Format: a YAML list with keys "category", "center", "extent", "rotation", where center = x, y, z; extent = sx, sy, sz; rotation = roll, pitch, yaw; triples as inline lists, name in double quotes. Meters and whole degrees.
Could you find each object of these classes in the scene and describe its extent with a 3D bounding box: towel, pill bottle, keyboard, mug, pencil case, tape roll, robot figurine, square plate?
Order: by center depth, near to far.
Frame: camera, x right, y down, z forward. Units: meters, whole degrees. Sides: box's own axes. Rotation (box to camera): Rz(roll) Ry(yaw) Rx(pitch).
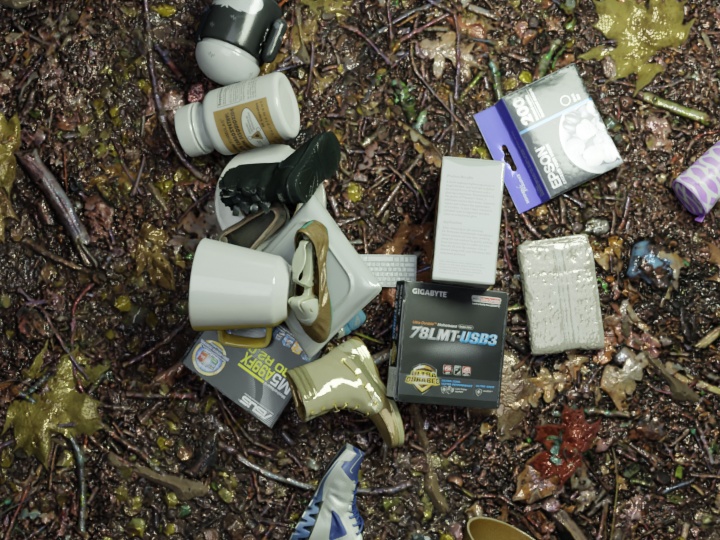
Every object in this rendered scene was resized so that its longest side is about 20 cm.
- category: "mug"
  center: [-0.188, 0.035, 1.555]
  extent: [0.151, 0.187, 0.152]
  rotation: [5, 72, 3]
- category: "square plate"
  center: [-0.086, 0.013, 1.579]
  extent: [0.198, 0.028, 0.201]
  rotation: [-44, 74, 28]
- category: "pencil case"
  center: [0.631, -0.180, 1.622]
  extent: [0.199, 0.084, 0.086]
  rotation: [-39, 108, 1]
- category: "pill bottle"
  center: [-0.214, -0.263, 1.636]
  extent: [0.197, 0.114, 0.116]
  rotation: [-12, 85, 15]
- category: "towel"
  center: [0.345, 0.042, 1.638]
  extent: [0.130, 0.034, 0.203]
  rotation: [-6, 86, 3]
- category: "robot figurine"
  center: [-0.210, -0.421, 1.655]
  extent: [0.124, 0.150, 0.203]
  rotation: [22, 86, -23]
- category: "keyboard"
  center: [0.000, 0.000, 1.667]
  extent: [0.197, 0.011, 0.057]
  rotation: [1, 86, 2]
- category: "tape roll"
  center: [-0.158, -0.121, 1.671]
  extent: [0.199, 0.037, 0.206]
  rotation: [0, 86, 3]

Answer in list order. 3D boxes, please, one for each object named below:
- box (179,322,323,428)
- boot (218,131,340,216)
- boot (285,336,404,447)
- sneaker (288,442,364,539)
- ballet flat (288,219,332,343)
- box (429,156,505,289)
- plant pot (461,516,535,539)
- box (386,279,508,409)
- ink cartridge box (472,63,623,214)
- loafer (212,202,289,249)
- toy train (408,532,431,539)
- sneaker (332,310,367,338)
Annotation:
- category: "box"
  center: [-0.188, 0.150, 1.647]
  extent: [0.199, 0.044, 0.161]
  rotation: [35, 87, 5]
- category: "boot"
  center: [-0.138, -0.166, 1.605]
  extent: [0.160, 0.199, 0.074]
  rotation: [-3, 125, 29]
- category: "boot"
  center: [-0.026, 0.229, 1.592]
  extent: [0.154, 0.073, 0.202]
  rotation: [-23, 81, -25]
- category: "sneaker"
  center: [-0.029, 0.403, 1.610]
  extent: [0.114, 0.081, 0.201]
  rotation: [29, 94, 1]
- category: "ballet flat"
  center: [-0.084, 0.021, 1.519]
  extent: [0.067, 0.072, 0.203]
  rotation: [8, 101, 30]
- category: "box"
  center: [0.177, -0.075, 1.594]
  extent: [0.105, 0.152, 0.203]
  rotation: [5, 85, 3]
- category: "plant pot"
  center: [0.214, 0.543, 1.544]
  extent: [0.184, 0.186, 0.202]
  rotation: [26, 100, 4]
- category: "box"
  center: [0.148, 0.126, 1.600]
  extent: [0.197, 0.050, 0.202]
  rotation: [8, 87, -19]
- category: "ink cartridge box"
  center: [0.326, -0.231, 1.655]
  extent: [0.198, 0.043, 0.200]
  rotation: [-26, 85, 2]
- category: "loafer"
  center: [-0.209, -0.048, 1.616]
  extent: [0.199, 0.063, 0.072]
  rotation: [-40, 89, 9]
- category: "toy train"
  center: [0.048, 0.522, 1.593]
  extent: [0.198, 0.085, 0.115]
  rotation: [-22, 75, 1]
- category: "sneaker"
  center: [-0.041, 0.011, 1.633]
  extent: [0.089, 0.078, 0.203]
  rotation: [-14, 92, -30]
